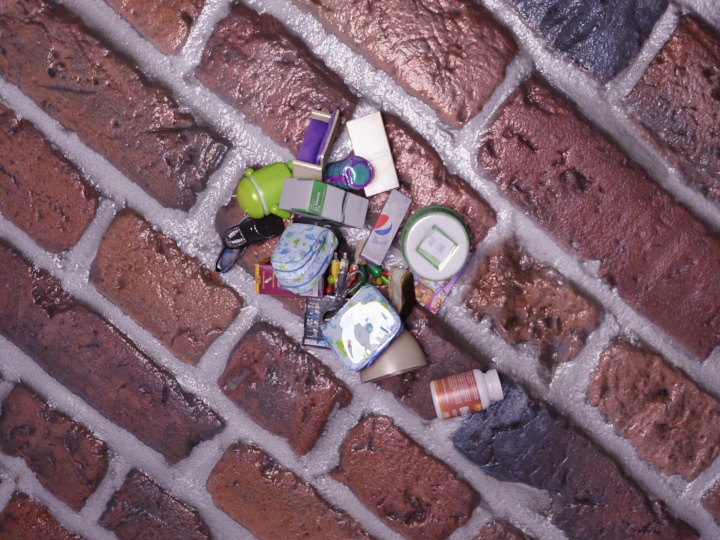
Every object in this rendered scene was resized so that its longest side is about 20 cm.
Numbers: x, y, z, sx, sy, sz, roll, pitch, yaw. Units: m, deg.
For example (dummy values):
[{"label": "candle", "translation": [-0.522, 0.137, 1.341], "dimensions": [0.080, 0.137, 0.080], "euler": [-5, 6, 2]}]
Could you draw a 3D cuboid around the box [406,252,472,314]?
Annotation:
[{"label": "box", "translation": [0.208, 0.000, 1.545], "dimensions": [0.134, 0.039, 0.204], "euler": [31, 102, -1]}]

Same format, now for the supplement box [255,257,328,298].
[{"label": "supplement box", "translation": [-0.192, 0.020, 1.548], "dimensions": [0.192, 0.111, 0.089], "euler": [3, 102, 4]}]

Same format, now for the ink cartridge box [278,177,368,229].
[{"label": "ink cartridge box", "translation": [-0.095, -0.175, 1.435], "dimensions": [0.196, 0.144, 0.086], "euler": [13, 89, -41]}]

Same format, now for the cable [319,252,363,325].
[{"label": "cable", "translation": [-0.051, 0.057, 1.491], "dimensions": [0.094, 0.050, 0.206], "euler": [15, 105, -6]}]

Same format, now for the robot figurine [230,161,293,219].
[{"label": "robot figurine", "translation": [-0.249, -0.220, 1.483], "dimensions": [0.196, 0.117, 0.177], "euler": [-29, 62, -20]}]

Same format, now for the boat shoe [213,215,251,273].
[{"label": "boat shoe", "translation": [-0.361, -0.072, 1.569], "dimensions": [0.070, 0.066, 0.201], "euler": [40, 101, -4]}]

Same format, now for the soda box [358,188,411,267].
[{"label": "soda box", "translation": [0.067, -0.115, 1.490], "dimensions": [0.062, 0.068, 0.205], "euler": [27, 83, -4]}]

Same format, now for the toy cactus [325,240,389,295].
[{"label": "toy cactus", "translation": [0.000, 0.000, 1.539], "dimensions": [0.192, 0.102, 0.172], "euler": [1, 86, 3]}]

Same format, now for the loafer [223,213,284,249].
[{"label": "loafer", "translation": [-0.303, -0.109, 1.522], "dimensions": [0.070, 0.196, 0.075], "euler": [-18, 91, 52]}]

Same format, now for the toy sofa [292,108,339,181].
[{"label": "toy sofa", "translation": [-0.115, -0.337, 1.430], "dimensions": [0.080, 0.099, 0.205], "euler": [13, 58, 2]}]

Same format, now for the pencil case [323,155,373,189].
[{"label": "pencil case", "translation": [-0.040, -0.251, 1.437], "dimensions": [0.091, 0.199, 0.087], "euler": [-27, 104, -18]}]

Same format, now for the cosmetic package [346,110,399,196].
[{"label": "cosmetic package", "translation": [0.036, -0.316, 1.486], "dimensions": [0.100, 0.073, 0.207], "euler": [-16, 98, 8]}]

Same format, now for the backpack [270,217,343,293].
[{"label": "backpack", "translation": [-0.153, -0.041, 1.431], "dimensions": [0.158, 0.154, 0.206], "euler": [12, 70, 24]}]

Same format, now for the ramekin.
[{"label": "ramekin", "translation": [0.202, -0.069, 1.463], "dimensions": [0.192, 0.098, 0.208], "euler": [1, 100, 6]}]

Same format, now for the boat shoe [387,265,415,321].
[{"label": "boat shoe", "translation": [0.109, 0.064, 1.512], "dimensions": [0.066, 0.073, 0.204], "euler": [34, 145, 30]}]

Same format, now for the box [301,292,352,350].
[{"label": "box", "translation": [-0.070, 0.151, 1.595], "dimensions": [0.192, 0.046, 0.165], "euler": [7, 101, 3]}]

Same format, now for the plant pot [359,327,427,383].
[{"label": "plant pot", "translation": [0.079, 0.225, 1.537], "dimensions": [0.194, 0.200, 0.139], "euler": [-18, 76, 8]}]

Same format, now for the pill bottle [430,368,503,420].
[{"label": "pill bottle", "translation": [0.305, 0.351, 1.565], "dimensions": [0.193, 0.112, 0.116], "euler": [-17, 99, 8]}]

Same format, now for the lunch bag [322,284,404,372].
[{"label": "lunch bag", "translation": [0.009, 0.157, 1.439], "dimensions": [0.200, 0.082, 0.161], "euler": [-44, 73, 3]}]

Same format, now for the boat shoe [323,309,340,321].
[{"label": "boat shoe", "translation": [-0.018, 0.121, 1.533], "dimensions": [0.194, 0.074, 0.065], "euler": [-8, 68, 14]}]
